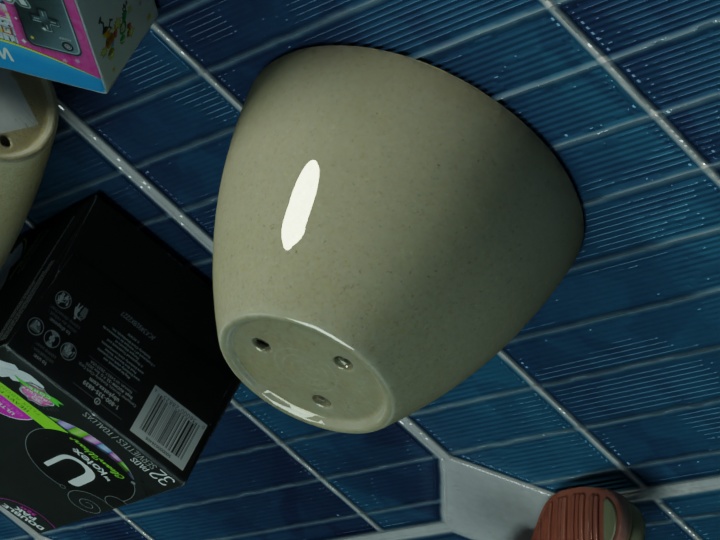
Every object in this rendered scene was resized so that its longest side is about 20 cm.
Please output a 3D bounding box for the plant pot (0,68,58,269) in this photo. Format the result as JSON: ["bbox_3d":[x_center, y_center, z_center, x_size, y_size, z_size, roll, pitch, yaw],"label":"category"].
[{"bbox_3d":[-0.263,-0.056,1.464,0.187,0.187,0.200,38,134,-16],"label":"plant pot"}]

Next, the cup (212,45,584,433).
[{"bbox_3d":[0.000,0.000,1.344,0.200,0.143,0.200,20,148,13],"label":"cup"}]

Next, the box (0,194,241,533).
[{"bbox_3d":[-0.187,0.065,1.607,0.149,0.124,0.200,40,148,-19],"label":"box"}]

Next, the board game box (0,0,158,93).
[{"bbox_3d":[-0.200,-0.192,1.297,0.148,0.064,0.200,15,148,22],"label":"board game box"}]

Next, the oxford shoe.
[{"bbox_3d":[0.144,0.187,1.600,0.074,0.071,0.200,12,156,-14],"label":"oxford shoe"}]
